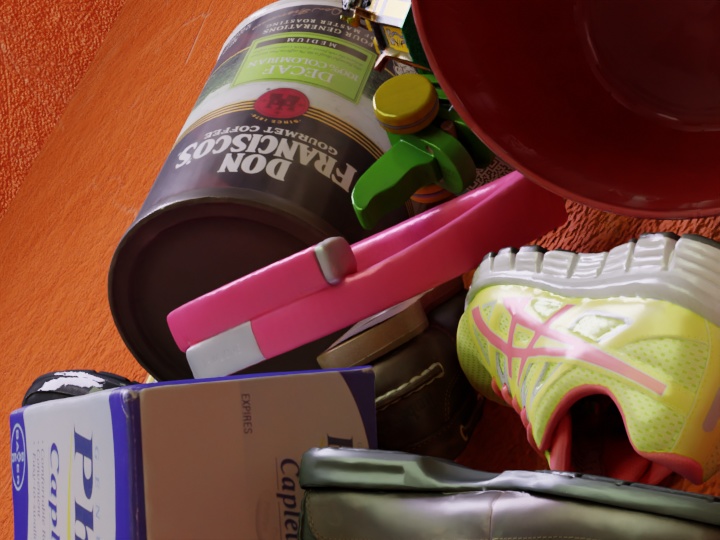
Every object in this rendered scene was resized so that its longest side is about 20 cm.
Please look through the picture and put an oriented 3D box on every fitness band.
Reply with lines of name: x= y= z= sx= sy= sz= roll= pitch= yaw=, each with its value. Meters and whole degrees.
fitness band: x=0.000 y=0.000 z=0.887 sx=0.199 sy=0.038 sz=0.143 roll=-22 pitch=2 yaw=45

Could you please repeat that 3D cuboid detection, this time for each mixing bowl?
mixing bowl: x=0.125 y=-0.113 z=0.763 sx=0.201 sy=0.200 sz=0.108 roll=-56 pitch=-15 yaw=4

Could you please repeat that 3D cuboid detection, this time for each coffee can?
coffee can: x=-0.038 y=-0.036 z=1.092 sx=0.146 sy=0.146 sz=0.201 roll=-45 pitch=16 yaw=37

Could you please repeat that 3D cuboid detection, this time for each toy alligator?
toy alligator: x=0.056 y=-0.095 z=0.957 sx=0.054 sy=0.059 sz=0.201 roll=10 pitch=53 yaw=27

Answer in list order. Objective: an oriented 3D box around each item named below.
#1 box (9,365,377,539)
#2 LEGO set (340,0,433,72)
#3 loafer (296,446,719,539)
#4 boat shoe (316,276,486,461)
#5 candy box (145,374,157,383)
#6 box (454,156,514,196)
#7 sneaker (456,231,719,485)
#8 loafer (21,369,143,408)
box: x=-0.071 y=0.139 z=0.827 sx=0.200 sy=0.104 sz=0.185 roll=163 pitch=105 yaw=-66
LEGO set: x=0.071 y=-0.156 z=0.878 sx=0.116 sy=0.153 sz=0.201 roll=26 pitch=104 yaw=64
loafer: x=0.057 y=0.099 z=0.680 sx=0.199 sy=0.072 sz=0.063 roll=2 pitch=79 yaw=43
boat shoe: x=0.025 y=0.048 z=0.902 sx=0.070 sy=0.071 sz=0.200 roll=-31 pitch=2 yaw=13
candy box: x=-0.089 y=0.120 z=1.076 sx=0.026 sy=0.102 sz=0.201 roll=74 pitch=-147 yaw=-52
box: x=0.084 y=-0.113 z=1.075 sx=0.082 sy=0.049 sz=0.200 roll=-48 pitch=18 yaw=28
sneaker: x=0.082 y=0.043 z=0.748 sx=0.200 sy=0.078 sz=0.091 roll=-19 pitch=49 yaw=69
loafer: x=-0.103 y=0.105 z=1.025 sx=0.200 sy=0.068 sz=0.071 roll=19 pitch=62 yaw=32
